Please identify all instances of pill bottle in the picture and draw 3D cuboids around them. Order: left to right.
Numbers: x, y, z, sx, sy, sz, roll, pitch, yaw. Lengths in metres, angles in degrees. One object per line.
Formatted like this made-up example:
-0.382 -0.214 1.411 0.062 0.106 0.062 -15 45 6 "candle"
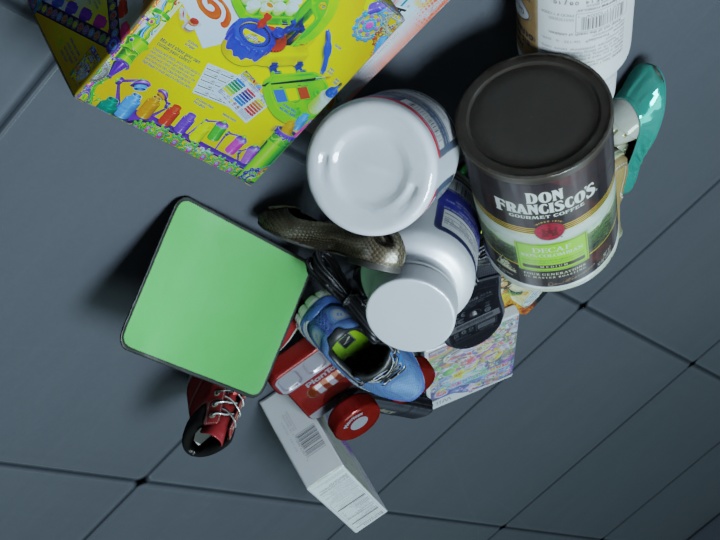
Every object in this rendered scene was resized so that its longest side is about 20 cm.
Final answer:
0.030 -0.108 1.031 0.120 0.120 0.200 -46 179 18 "pill bottle"
0.063 -0.013 1.144 0.118 0.201 0.121 5 126 8 "pill bottle"
0.208 -0.246 1.072 0.114 0.115 0.201 -27 146 -9 "pill bottle"

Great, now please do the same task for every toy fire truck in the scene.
-0.007 0.102 1.330 0.199 0.112 0.168 -34 148 -1 "toy fire truck"

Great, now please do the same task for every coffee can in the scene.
0.180 -0.092 1.085 0.146 0.147 0.200 -30 146 -4 "coffee can"

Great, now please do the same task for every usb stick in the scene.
0.028 0.180 1.521 0.055 0.033 0.199 -10 162 37 "usb stick"

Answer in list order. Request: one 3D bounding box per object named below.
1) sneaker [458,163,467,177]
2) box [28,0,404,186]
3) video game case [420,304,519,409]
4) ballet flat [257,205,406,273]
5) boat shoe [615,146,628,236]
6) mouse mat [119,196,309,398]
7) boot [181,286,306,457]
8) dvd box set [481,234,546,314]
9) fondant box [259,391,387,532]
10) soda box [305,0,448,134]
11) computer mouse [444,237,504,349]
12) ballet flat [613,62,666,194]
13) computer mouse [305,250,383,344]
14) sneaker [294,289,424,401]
0.161 -0.094 1.262 0.199 0.074 0.084 -26 150 -11 "sneaker"
-0.108 -0.201 0.856 0.193 0.122 0.199 -44 145 16 "box"
0.154 0.128 1.559 0.142 0.018 0.201 -22 151 -8 "video game case"
-0.029 -0.040 1.085 0.067 0.199 0.047 6 99 -43 "ballet flat"
0.287 -0.069 1.315 0.071 0.076 0.200 -29 159 -16 "boat shoe"
-0.143 0.032 1.128 0.199 0.007 0.162 29 80 -43 "mouse mat"
-0.127 0.112 1.208 0.072 0.145 0.200 32 114 -19 "boot"
0.202 -0.009 1.442 0.199 0.029 0.147 12 126 -48 "dvd box set"
-0.047 0.248 1.454 0.058 0.145 0.200 -33 147 -2 "fondant box"
-0.005 -0.218 0.975 0.200 0.064 0.068 -44 145 14 "soda box"
0.134 0.021 1.342 0.137 0.053 0.201 -22 145 -13 "computer mouse"
0.311 -0.155 1.313 0.070 0.067 0.201 -26 147 -21 "ballet flat"
0.000 0.000 1.229 0.046 0.141 0.200 -38 -173 29 "computer mouse"
0.009 0.104 1.231 0.079 0.089 0.200 -47 131 7 "sneaker"
